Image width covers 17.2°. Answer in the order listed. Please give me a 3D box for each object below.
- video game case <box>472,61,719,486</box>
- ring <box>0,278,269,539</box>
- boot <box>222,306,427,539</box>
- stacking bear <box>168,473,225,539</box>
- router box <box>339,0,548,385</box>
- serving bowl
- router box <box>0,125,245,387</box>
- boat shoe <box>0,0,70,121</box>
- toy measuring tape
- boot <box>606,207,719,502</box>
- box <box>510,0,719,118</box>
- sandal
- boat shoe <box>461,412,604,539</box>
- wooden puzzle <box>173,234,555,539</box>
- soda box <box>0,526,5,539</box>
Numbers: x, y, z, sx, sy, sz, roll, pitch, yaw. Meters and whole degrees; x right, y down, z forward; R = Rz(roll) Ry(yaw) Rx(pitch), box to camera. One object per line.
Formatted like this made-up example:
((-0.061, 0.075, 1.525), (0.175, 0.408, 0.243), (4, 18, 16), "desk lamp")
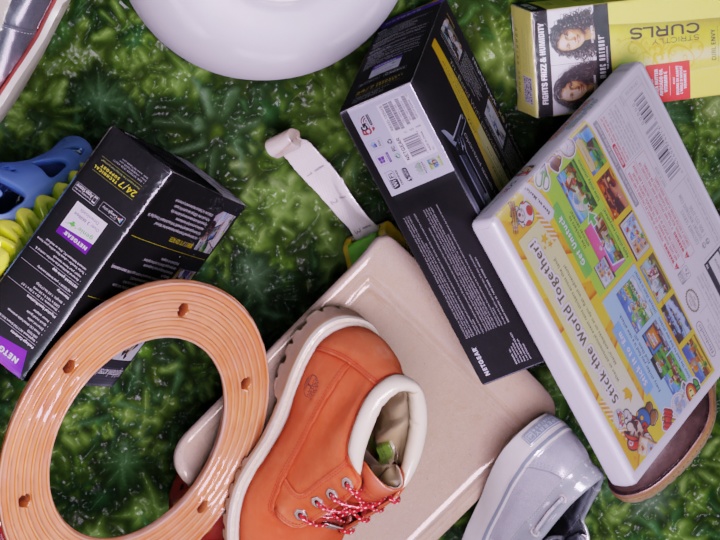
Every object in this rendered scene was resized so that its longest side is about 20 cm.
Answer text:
((0.167, 0.001, 1.490), (0.182, 0.023, 0.201), (-45, 116, -37), "video game case")
((-0.134, 0.097, 1.405), (0.200, 0.019, 0.202), (-23, 126, -35), "ring")
((-0.020, 0.134, 1.442), (0.075, 0.107, 0.201), (6, 109, -35), "boot")
((-0.082, 0.213, 1.557), (0.113, 0.121, 0.201), (-9, 97, -50), "stacking bear")
((0.064, -0.053, 1.499), (0.052, 0.157, 0.201), (-22, 109, 19), "router box")
((-0.054, -0.213, 1.481), (0.199, 0.066, 0.201), (-4, 105, -13), "serving bowl")
((-0.150, -0.003, 1.438), (0.051, 0.200, 0.149), (37, 92, 10), "router box")
((-0.215, -0.156, 1.452), (0.062, 0.071, 0.201), (30, 100, -7), "boat shoe")
((0.000, 0.000, 1.540), (0.074, 0.074, 0.200), (-41, 112, -2), "toy measuring tape")
((0.179, 0.036, 1.580), (0.166, 0.072, 0.201), (36, 78, -37), "boot")
((0.201, -0.149, 1.568), (0.199, 0.050, 0.076), (-7, 104, -13), "box")
((-0.221, -0.041, 1.425), (0.087, 0.200, 0.080), (39, 118, 2), "sandal")
((0.115, 0.175, 1.562), (0.070, 0.072, 0.201), (-32, 154, -28), "boat shoe")
((0.003, 0.102, 1.523), (0.200, 0.037, 0.185), (-47, 117, -1), "wooden puzzle")
((-0.267, 0.085, 1.496), (0.063, 0.070, 0.201), (-15, 106, -11), "soda box")
